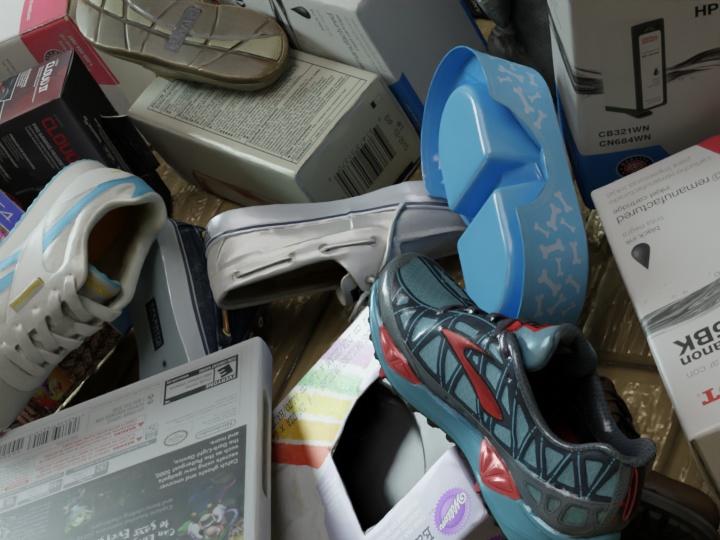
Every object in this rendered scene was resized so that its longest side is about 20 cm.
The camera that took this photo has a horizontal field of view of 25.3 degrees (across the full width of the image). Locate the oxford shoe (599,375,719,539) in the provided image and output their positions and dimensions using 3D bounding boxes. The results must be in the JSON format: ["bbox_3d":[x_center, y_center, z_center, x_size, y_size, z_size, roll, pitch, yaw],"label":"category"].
[{"bbox_3d":[0.126,0.094,0.890,0.084,0.073,0.200,-47,43,-15],"label":"oxford shoe"}]

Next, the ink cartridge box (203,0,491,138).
[{"bbox_3d":[-0.016,-0.186,1.181,0.200,0.146,0.084,21,67,44],"label":"ink cartridge box"}]

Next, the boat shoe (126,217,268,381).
[{"bbox_3d":[-0.099,0.057,1.076,0.071,0.091,0.201,-30,64,43],"label":"boat shoe"}]

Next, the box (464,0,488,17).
[{"bbox_3d":[0.089,-0.289,1.289,0.143,0.036,0.200,12,61,39],"label":"box"}]

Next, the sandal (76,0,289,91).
[{"bbox_3d":[-0.133,-0.172,1.188,0.200,0.054,0.080,24,72,27],"label":"sandal"}]

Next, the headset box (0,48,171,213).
[{"bbox_3d":[-0.250,-0.065,1.216,0.199,0.149,0.075,-21,35,15],"label":"headset box"}]

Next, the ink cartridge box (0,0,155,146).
[{"bbox_3d":[-0.281,-0.149,1.318,0.199,0.147,0.083,-17,44,19],"label":"ink cartridge box"}]

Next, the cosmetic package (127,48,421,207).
[{"bbox_3d":[-0.064,-0.102,1.180,0.200,0.087,0.103,25,69,43],"label":"cosmetic package"}]

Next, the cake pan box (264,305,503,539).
[{"bbox_3d":[-0.004,0.139,0.905,0.200,0.052,0.184,-47,41,19],"label":"cake pan box"}]

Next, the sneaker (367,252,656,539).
[{"bbox_3d":[0.082,0.051,0.814,0.200,0.079,0.096,52,131,29],"label":"sneaker"}]

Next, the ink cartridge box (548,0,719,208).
[{"bbox_3d":[0.188,-0.146,0.939,0.145,0.200,0.084,-10,45,4],"label":"ink cartridge box"}]

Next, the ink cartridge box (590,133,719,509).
[{"bbox_3d":[0.229,0.016,0.885,0.146,0.083,0.200,-25,42,11],"label":"ink cartridge box"}]

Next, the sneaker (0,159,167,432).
[{"bbox_3d":[-0.200,0.020,1.028,0.081,0.076,0.200,18,74,45],"label":"sneaker"}]

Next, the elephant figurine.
[{"bbox_3d":[0.118,-0.214,1.078,0.155,0.200,0.142,19,64,42],"label":"elephant figurine"}]

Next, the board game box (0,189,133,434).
[{"bbox_3d":[-0.280,0.055,1.107,0.200,0.159,0.097,-48,5,-14],"label":"board game box"}]

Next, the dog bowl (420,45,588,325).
[{"bbox_3d":[0.087,-0.042,0.970,0.049,0.112,0.201,0,61,-20],"label":"dog bowl"}]

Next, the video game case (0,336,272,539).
[{"bbox_3d":[-0.144,0.135,0.945,0.199,0.023,0.182,-21,34,12],"label":"video game case"}]

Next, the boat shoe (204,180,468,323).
[{"bbox_3d":[-0.001,-0.002,1.045,0.201,0.075,0.086,-6,62,0],"label":"boat shoe"}]
